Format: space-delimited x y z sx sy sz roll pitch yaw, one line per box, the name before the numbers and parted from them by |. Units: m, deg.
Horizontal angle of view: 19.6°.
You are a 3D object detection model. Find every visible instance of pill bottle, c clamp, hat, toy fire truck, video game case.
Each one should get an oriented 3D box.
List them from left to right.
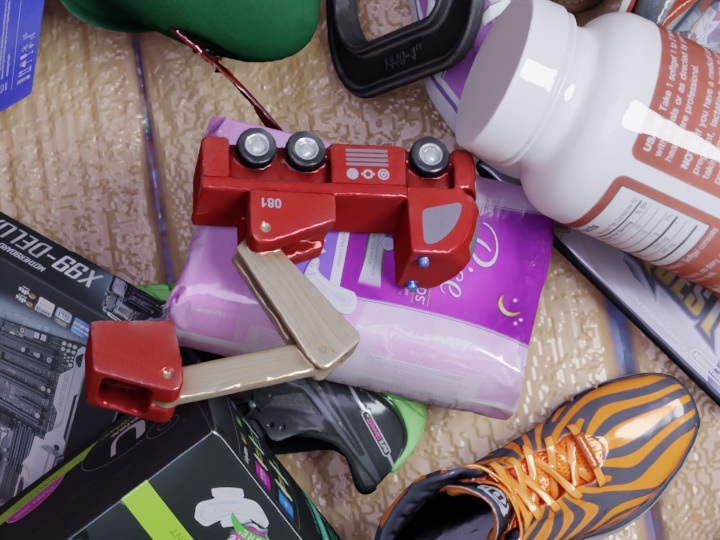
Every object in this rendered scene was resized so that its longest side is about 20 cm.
hat | -0.051 -0.128 1.127 0.166 0.199 0.177 -43 61 21
toy fire truck | -0.036 0.003 1.038 0.198 0.049 0.142 3 66 -10
c clamp | 0.026 -0.186 1.137 0.027 0.200 0.173 -5 81 -28
pill bottle | 0.154 -0.063 1.066 0.199 0.112 0.113 24 86 -14
video game case | 0.195 -0.055 1.162 0.200 0.026 0.181 44 91 12

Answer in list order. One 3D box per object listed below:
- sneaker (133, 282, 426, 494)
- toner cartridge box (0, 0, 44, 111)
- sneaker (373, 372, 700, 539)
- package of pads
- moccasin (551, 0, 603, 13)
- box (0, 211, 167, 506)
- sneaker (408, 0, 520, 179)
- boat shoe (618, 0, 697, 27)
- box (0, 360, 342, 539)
sneaker | -0.063 0.064 1.162 0.198 0.077 0.084 23 83 12
toner cartridge box | -0.219 -0.170 1.156 0.043 0.200 0.095 -34 77 -24
sneaker | 0.094 0.120 1.111 0.199 0.112 0.078 -34 79 3
package of pads | 0.000 0.000 1.116 0.198 0.076 0.122 13 64 -4
moccasin | 0.155 -0.237 1.165 0.073 0.078 0.202 35 89 12
box | -0.216 0.047 1.168 0.199 0.050 0.159 29 117 11
sneaker | 0.074 -0.155 1.127 0.072 0.114 0.202 -11 66 -27
boat shoe | 0.218 -0.192 1.138 0.063 0.071 0.200 43 70 8
box | -0.079 0.179 1.088 0.148 0.124 0.201 -37 107 2
